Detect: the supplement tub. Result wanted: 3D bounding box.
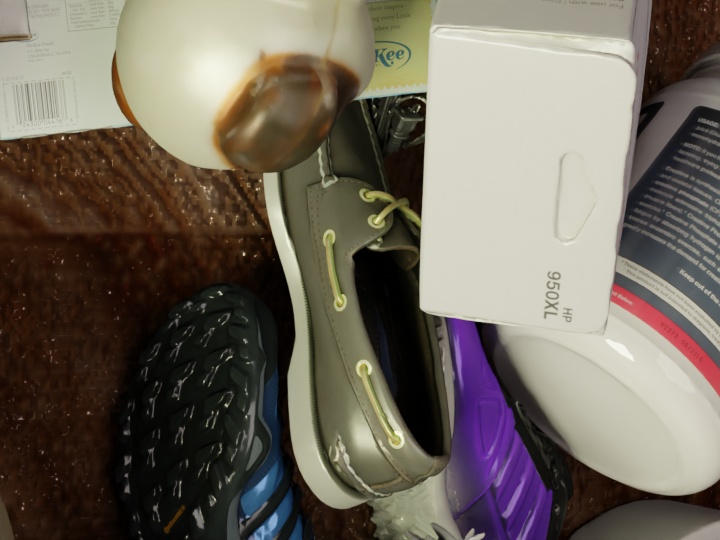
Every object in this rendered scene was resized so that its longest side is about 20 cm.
[{"bbox_3d":[0.166,-0.004,0.993,0.200,0.140,0.141,-50,119,-22],"label":"supplement tub"}]

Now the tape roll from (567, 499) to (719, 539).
[{"bbox_3d":[0.168,0.224,1.053,0.201,0.071,0.204,-3,95,-36],"label":"tape roll"}]

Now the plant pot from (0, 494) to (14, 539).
[{"bbox_3d":[-0.203,0.138,0.728,0.201,0.199,0.135,-57,154,-18],"label":"plant pot"}]

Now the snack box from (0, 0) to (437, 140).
[{"bbox_3d":[-0.065,-0.124,0.852,0.199,0.037,0.117,-8,98,-19],"label":"snack box"}]

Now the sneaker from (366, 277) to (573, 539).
[{"bbox_3d":[0.055,0.089,0.969,0.099,0.069,0.201,-20,110,-38],"label":"sneaker"}]

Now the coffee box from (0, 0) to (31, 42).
[{"bbox_3d":[-0.190,-0.180,0.742,0.079,0.114,0.201,-10,98,-34],"label":"coffee box"}]

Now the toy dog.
[{"bbox_3d":[-0.042,-0.136,0.759,0.193,0.139,0.201,-26,122,-44],"label":"toy dog"}]

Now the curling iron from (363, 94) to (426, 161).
[{"bbox_3d":[0.014,-0.149,0.918,0.025,0.049,0.201,-9,105,-32],"label":"curling iron"}]

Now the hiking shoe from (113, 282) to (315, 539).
[{"bbox_3d":[-0.059,0.106,0.894,0.087,0.074,0.201,2,93,-58],"label":"hiking shoe"}]

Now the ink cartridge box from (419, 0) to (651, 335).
[{"bbox_3d":[0.081,-0.091,0.873,0.200,0.084,0.145,-74,167,-52],"label":"ink cartridge box"}]

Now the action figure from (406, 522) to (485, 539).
[{"bbox_3d":[0.017,0.198,0.888,0.069,0.130,0.201,16,114,-16],"label":"action figure"}]

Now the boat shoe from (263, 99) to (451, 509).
[{"bbox_3d":[0.002,0.001,0.890,0.072,0.060,0.203,18,61,-52],"label":"boat shoe"}]
